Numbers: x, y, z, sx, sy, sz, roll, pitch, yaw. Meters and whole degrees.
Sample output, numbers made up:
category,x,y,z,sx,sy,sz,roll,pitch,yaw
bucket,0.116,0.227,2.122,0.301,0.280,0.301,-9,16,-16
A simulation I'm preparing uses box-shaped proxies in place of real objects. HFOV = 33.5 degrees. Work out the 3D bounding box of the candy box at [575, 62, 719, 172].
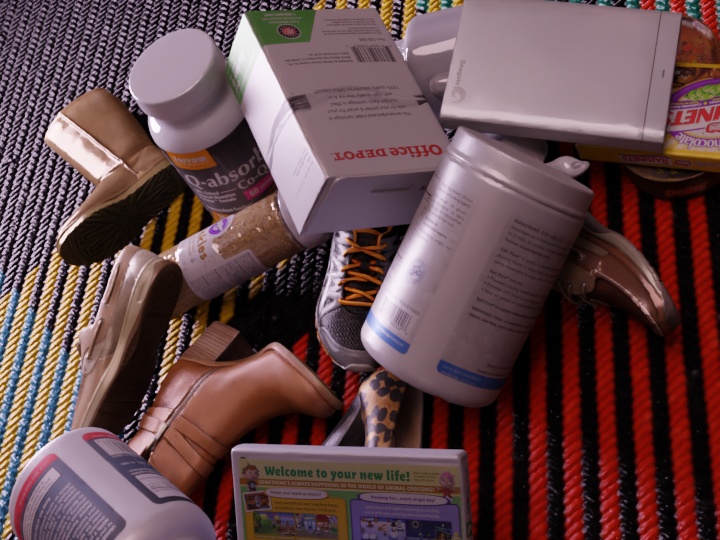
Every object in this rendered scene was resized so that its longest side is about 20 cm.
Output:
category,x,y,z,sx,sy,sz,roll,pitch,yaw
candy box,0.298,-0.137,1.057,0.198,0.026,0.103,9,66,30

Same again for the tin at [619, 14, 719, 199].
category,x,y,z,sx,sy,sz,roll,pitch,yaw
tin,0.288,-0.154,1.113,0.111,0.042,0.202,-11,54,14

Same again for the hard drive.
category,x,y,z,sx,sy,sz,roll,pitch,yaw
hard drive,0.180,-0.180,1.073,0.197,0.027,0.133,8,70,15

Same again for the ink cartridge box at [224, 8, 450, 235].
category,x,y,z,sx,sy,sz,roll,pitch,yaw
ink cartridge box,-0.019,-0.138,1.084,0.144,0.084,0.201,-7,57,-31

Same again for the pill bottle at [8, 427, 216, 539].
category,x,y,z,sx,sy,sz,roll,pitch,yaw
pill bottle,-0.188,0.226,0.977,0.199,0.120,0.120,30,74,38

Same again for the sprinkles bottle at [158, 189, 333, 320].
category,x,y,z,sx,sy,sz,roll,pitch,yaw
sprinkles bottle,-0.123,-0.021,1.181,0.198,0.068,0.069,-27,49,18

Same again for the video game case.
category,x,y,z,sx,sy,sz,roll,pitch,yaw
video game case,-0.006,0.229,0.931,0.198,0.022,0.185,-2,94,25

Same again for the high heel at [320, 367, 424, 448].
category,x,y,z,sx,sy,sz,roll,pitch,yaw
high heel,0.053,0.157,0.988,0.199,0.072,0.143,29,72,41

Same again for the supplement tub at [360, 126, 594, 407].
category,x,y,z,sx,sy,sz,roll,pitch,yaw
supplement tub,0.095,-0.002,0.994,0.132,0.131,0.202,35,104,39

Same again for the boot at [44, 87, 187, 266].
category,x,y,z,sx,sy,sz,roll,pitch,yaw
boot,-0.306,-0.108,1.355,0.174,0.067,0.200,-36,49,-18

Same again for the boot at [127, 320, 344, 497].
category,x,y,z,sx,sy,sz,roll,pitch,yaw
boot,-0.119,0.136,1.079,0.199,0.077,0.156,21,67,38

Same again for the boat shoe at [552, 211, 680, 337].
category,x,y,z,sx,sy,sz,roll,pitch,yaw
boat shoe,0.198,0.001,1.031,0.072,0.076,0.200,-40,41,0

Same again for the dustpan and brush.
category,x,y,z,sx,sy,sz,roll,pitch,yaw
dustpan and brush,0.138,-0.094,1.100,0.140,0.057,0.200,-46,12,-21

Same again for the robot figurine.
category,x,y,z,sx,sy,sz,roll,pitch,yaw
robot figurine,0.119,-0.208,1.182,0.198,0.114,0.170,-8,27,21

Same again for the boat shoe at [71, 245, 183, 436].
category,x,y,z,sx,sy,sz,roll,pitch,yaw
boat shoe,-0.237,0.076,1.157,0.064,0.071,0.202,23,89,23

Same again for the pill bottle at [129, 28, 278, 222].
category,x,y,z,sx,sy,sz,roll,pitch,yaw
pill bottle,-0.143,-0.139,1.204,0.115,0.200,0.117,-13,52,18

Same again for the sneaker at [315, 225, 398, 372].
category,x,y,z,sx,sy,sz,roll,pitch,yaw
sneaker,0.000,0.000,1.106,0.077,0.078,0.202,4,56,-5
